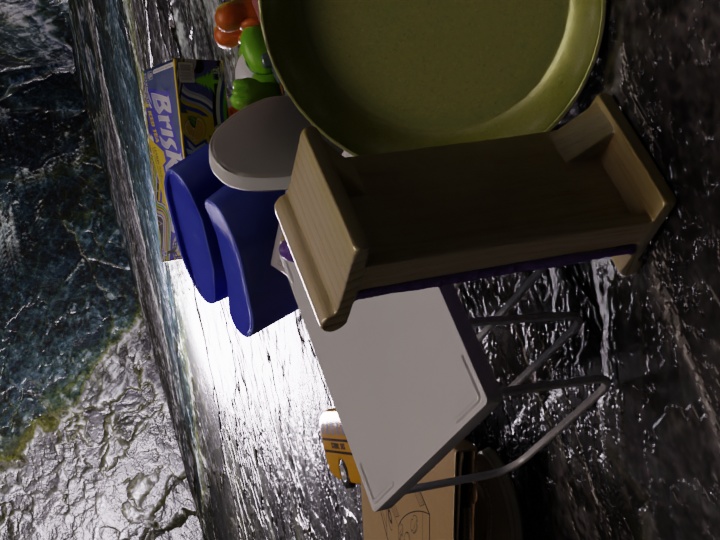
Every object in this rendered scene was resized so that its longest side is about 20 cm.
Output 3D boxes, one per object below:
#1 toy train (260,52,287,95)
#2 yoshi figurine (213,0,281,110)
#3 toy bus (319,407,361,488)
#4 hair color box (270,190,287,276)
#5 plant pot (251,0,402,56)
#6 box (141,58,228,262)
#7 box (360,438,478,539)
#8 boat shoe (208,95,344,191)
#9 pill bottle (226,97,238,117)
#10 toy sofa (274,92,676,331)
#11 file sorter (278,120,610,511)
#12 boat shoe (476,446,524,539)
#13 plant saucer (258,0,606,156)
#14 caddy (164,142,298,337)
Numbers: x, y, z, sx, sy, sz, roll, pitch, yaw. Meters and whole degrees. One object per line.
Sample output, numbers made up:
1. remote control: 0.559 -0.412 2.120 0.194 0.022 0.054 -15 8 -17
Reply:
1. toy train: -0.034 -0.142 1.014 0.114 0.084 0.203 120 134 -83
2. yoshi figurine: -0.104 -0.158 1.105 0.111 0.112 0.203 -22 88 40
3. toy bus: 0.017 0.166 1.068 0.200 0.064 0.080 152 107 -72
4. hair color box: -0.014 -0.089 0.898 0.099 0.060 0.203 -152 73 -67
5. plant pot: -0.013 -0.249 0.714 0.200 0.198 0.198 -153 44 -67
6. box: -0.175 -0.114 1.154 0.069 0.064 0.204 -6 89 48
7. box: 0.041 0.183 0.867 0.200 0.021 0.166 -149 57 -67
8. boat shoe: -0.015 -0.085 0.780 0.071 0.197 0.064 58 151 28
9. pill bottle: -0.103 -0.082 1.206 0.110 0.108 0.203 136 121 -69
10. toy sofa: 0.058 -0.024 0.597 0.098 0.197 0.084 111 143 -49
11. file sorter: 0.054 0.027 0.728 0.139 0.123 0.202 -52 50 44
12. boat shoe: 0.083 0.227 0.895 0.074 0.068 0.202 -122 26 -47
13. plant saucer: 0.040 -0.153 0.634 0.031 0.196 0.203 -68 -22 -61
14. caddy: -0.103 -0.039 1.047 0.141 0.104 0.202 38 147 38
